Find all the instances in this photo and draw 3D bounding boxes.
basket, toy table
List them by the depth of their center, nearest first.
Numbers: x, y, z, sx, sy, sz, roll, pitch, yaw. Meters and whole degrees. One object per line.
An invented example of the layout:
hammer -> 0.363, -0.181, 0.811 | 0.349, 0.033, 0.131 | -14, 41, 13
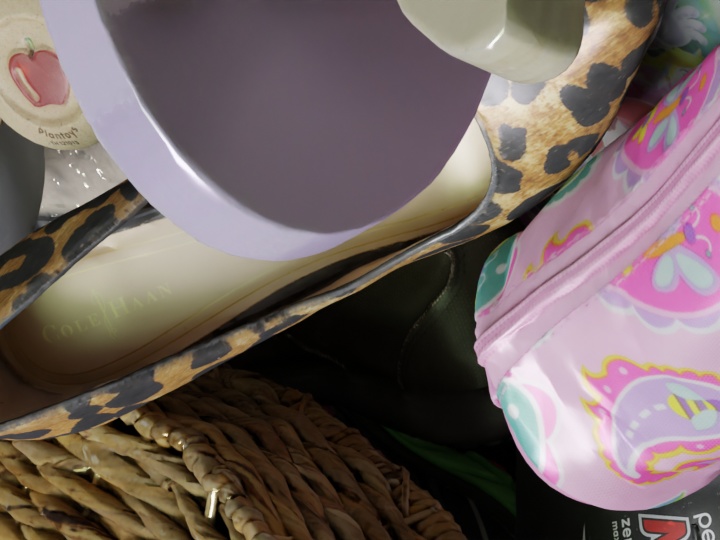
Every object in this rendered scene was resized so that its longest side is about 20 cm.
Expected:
toy table -> 0.007, -0.113, 0.641 | 0.117, 0.183, 0.201 | -27, 63, 49
basket -> -0.013, 0.107, 0.836 | 0.200, 0.149, 0.143 | 33, 112, 49

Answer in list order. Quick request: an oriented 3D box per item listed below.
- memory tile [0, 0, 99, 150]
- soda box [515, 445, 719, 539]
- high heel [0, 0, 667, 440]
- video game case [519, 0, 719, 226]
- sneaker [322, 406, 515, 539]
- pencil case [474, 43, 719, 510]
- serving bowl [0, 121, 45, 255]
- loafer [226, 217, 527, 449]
memory tile -> -0.160, -0.092, 0.819 | 0.199, 0.017, 0.154 | -7, 114, 36
soda box -> 0.140, 0.079, 0.772 | 0.199, 0.071, 0.064 | 4, 97, 32
high heel -> -0.019, -0.011, 0.742 | 0.200, 0.143, 0.072 | -23, 104, 48
video game case -> 0.083, -0.051, 0.777 | 0.143, 0.018, 0.200 | 49, 148, -9
sneaker -> -0.024, 0.074, 0.980 | 0.200, 0.084, 0.077 | 29, 145, 21
pencil case -> 0.099, -0.020, 0.690 | 0.087, 0.087, 0.200 | 42, 142, 1
serving bowl -> -0.169, -0.082, 0.952 | 0.200, 0.066, 0.200 | 41, 167, 12
loafer -> 0.000, 0.000, 0.882 | 0.200, 0.073, 0.072 | 8, 114, 53
